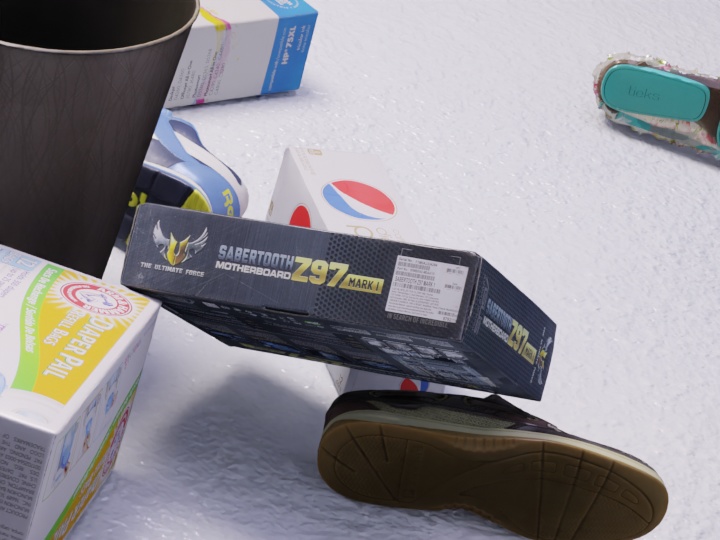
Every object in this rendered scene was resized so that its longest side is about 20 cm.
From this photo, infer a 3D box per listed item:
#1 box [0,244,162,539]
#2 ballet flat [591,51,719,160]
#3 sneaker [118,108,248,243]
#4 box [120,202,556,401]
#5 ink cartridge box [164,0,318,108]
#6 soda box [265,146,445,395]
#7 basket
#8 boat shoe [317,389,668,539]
[{"bbox_3d":[-0.182,0.071,1.116,0.112,0.102,0.200,19,19,3],"label":"box"},{"bbox_3d":[0.277,-0.124,1.776,0.199,0.076,0.064,24,13,5],"label":"ballet flat"},{"bbox_3d":[-0.156,-0.075,1.450,0.199,0.074,0.082,37,32,18],"label":"sneaker"},{"bbox_3d":[-0.008,0.018,1.227,0.198,0.051,0.158,10,-12,22],"label":"box"},{"bbox_3d":[-0.144,-0.175,1.628,0.199,0.068,0.116,-12,40,-42],"label":"ink cartridge box"},{"bbox_3d":[0.000,0.000,1.411,0.067,0.064,0.200,5,31,-22],"label":"soda box"},{"bbox_3d":[-0.189,-0.068,1.280,0.136,0.201,0.180,32,31,26],"label":"basket"},{"bbox_3d":[0.075,0.101,1.268,0.198,0.074,0.065,13,34,-8],"label":"boat shoe"}]
